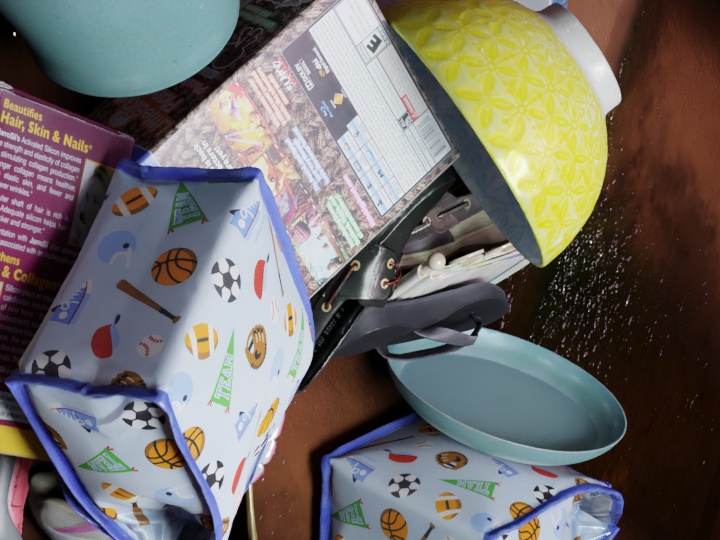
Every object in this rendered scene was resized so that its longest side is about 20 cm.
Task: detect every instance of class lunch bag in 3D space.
[{"bbox_3d":[-0.104,0.063,1.239,0.201,0.123,0.171,67,38,-48],"label":"lunch bag"},{"bbox_3d":[0.088,0.189,1.664,0.199,0.169,0.125,-25,131,-48],"label":"lunch bag"}]

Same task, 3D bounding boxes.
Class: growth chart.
[{"bbox_3d":[0.077,0.005,1.659,0.199,0.144,0.018,-13,73,-52],"label":"growth chart"}]

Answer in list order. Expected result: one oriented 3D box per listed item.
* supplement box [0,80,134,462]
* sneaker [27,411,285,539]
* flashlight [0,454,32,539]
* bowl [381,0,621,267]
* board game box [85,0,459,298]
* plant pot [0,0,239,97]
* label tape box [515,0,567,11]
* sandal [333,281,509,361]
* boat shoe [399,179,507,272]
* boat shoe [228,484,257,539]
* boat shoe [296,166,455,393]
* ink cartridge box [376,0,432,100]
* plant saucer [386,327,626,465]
[{"bbox_3d":[-0.226,-0.002,1.225,0.131,0.102,0.202,20,82,-56],"label":"supplement box"},{"bbox_3d":[-0.132,0.116,1.367,0.200,0.081,0.088,-44,131,2],"label":"sneaker"},{"bbox_3d":[-0.213,0.136,1.317,0.068,0.067,0.202,44,58,-81],"label":"flashlight"},{"bbox_3d":[0.107,-0.113,1.407,0.107,0.200,0.201,-33,134,-3],"label":"bowl"},{"bbox_3d":[-0.062,-0.080,1.379,0.200,0.097,0.160,-43,124,-17],"label":"board game box"},{"bbox_3d":[-0.148,-0.211,1.224,0.201,0.199,0.189,-56,155,-30],"label":"plant pot"},{"bbox_3d":[0.125,-0.146,1.694,0.143,0.065,0.202,-46,141,-75],"label":"label tape box"},{"bbox_3d":[0.044,0.049,1.636,0.199,0.076,0.043,-11,72,-50],"label":"sandal"},{"bbox_3d":[0.047,-0.037,1.656,0.199,0.073,0.066,-18,97,-51],"label":"boat shoe"},{"bbox_3d":[-0.102,0.115,1.469,0.072,0.068,0.202,-29,121,-47],"label":"boat shoe"},{"bbox_3d":[0.001,0.000,1.509,0.202,0.063,0.074,-48,163,10],"label":"boat shoe"},{"bbox_3d":[-0.002,-0.122,1.511,0.199,0.067,0.117,-33,122,-18],"label":"ink cartridge box"},{"bbox_3d":[0.111,0.100,1.675,0.199,0.199,0.028,-15,130,-53],"label":"plant saucer"}]
